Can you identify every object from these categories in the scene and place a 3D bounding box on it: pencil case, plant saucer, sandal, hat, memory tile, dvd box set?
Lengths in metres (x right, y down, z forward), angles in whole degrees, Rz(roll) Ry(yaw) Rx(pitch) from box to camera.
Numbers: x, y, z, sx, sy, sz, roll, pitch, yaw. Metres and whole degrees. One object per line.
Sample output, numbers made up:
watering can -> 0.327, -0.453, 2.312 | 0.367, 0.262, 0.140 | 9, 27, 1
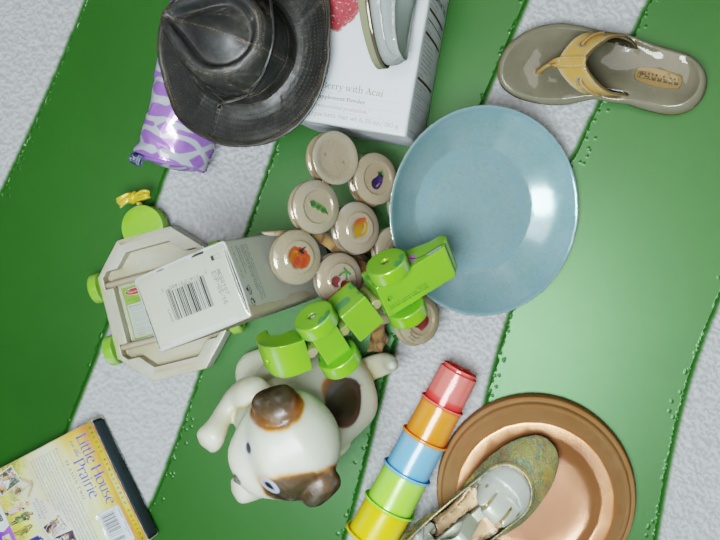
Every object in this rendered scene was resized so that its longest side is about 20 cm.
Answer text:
pencil case -> -0.176, -0.198, 0.994 | 0.085, 0.084, 0.201 | 22, 97, 46
plant saucer -> 0.115, -0.058, 0.935 | 0.200, 0.039, 0.202 | -2, 96, -19
sandal -> 0.232, -0.194, 0.924 | 0.199, 0.054, 0.081 | 11, 94, 10
plant saucer -> 0.174, 0.225, 0.962 | 0.199, 0.037, 0.201 | 0, 92, 10
hat -> -0.127, -0.209, 0.877 | 0.200, 0.081, 0.201 | -2, 86, 28
memory tile -> 0.015, -0.029, 0.917 | 0.200, 0.017, 0.154 | 28, 75, -29
dvd box set -> -0.341, 0.269, 1.066 | 0.200, 0.029, 0.147 | -28, 86, 12

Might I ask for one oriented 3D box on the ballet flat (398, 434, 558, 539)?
ballet flat -> 0.111, 0.237, 0.923 | 0.200, 0.071, 0.071 | -41, 85, 10

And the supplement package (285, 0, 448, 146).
supplement package -> 0.013, -0.231, 0.932 | 0.121, 0.120, 0.201 | 10, 94, 11

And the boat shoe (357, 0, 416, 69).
boat shoe -> 0.038, -0.275, 0.827 | 0.068, 0.075, 0.201 | 1, 91, 15

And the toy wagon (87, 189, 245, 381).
toy wagon -> -0.212, 0.012, 1.027 | 0.155, 0.040, 0.201 | -14, 89, 11

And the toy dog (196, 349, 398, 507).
toy dog -> -0.055, 0.153, 0.914 | 0.193, 0.200, 0.140 | -16, 97, 12

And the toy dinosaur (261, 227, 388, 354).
toy dinosaur -> 0.000, 0.000, 0.938 | 0.060, 0.106, 0.200 | 1, 135, 40

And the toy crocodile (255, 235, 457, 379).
toy crocodile -> -0.001, 0.033, 0.868 | 0.200, 0.062, 0.068 | -35, 124, -7

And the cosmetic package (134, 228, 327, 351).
cosmetic package -> -0.111, 0.012, 0.919 | 0.103, 0.200, 0.073 | -21, 88, 23

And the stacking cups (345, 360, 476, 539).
stacking cups -> 0.059, 0.189, 0.977 | 0.060, 0.061, 0.200 | 30, 94, 8
